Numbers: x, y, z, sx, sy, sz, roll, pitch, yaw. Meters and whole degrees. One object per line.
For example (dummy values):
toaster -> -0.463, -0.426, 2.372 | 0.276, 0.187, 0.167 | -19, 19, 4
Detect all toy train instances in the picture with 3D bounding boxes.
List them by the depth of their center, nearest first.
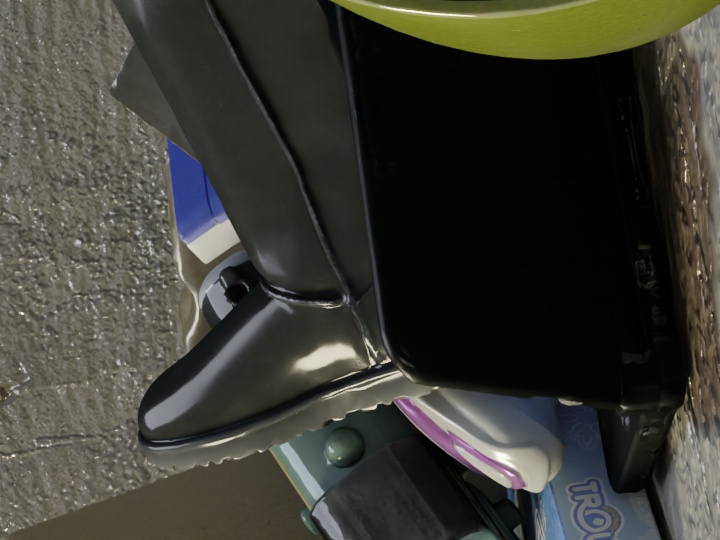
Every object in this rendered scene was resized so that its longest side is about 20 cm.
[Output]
toy train -> 0.000, 0.076, 1.175 | 0.200, 0.085, 0.114 | 56, -178, 26

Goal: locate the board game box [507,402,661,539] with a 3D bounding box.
board game box -> 0.097, 0.154, 1.185 | 0.200, 0.043, 0.200 | -101, 7, -55

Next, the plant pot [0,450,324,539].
plant pot -> -0.035, 0.216, 1.266 | 0.200, 0.199, 0.177 | 85, 161, -43

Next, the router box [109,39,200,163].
router box -> -0.010, -0.158, 1.121 | 0.157, 0.052, 0.200 | -45, -10, -47

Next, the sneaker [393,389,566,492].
sneaker -> 0.053, 0.013, 1.149 | 0.075, 0.100, 0.200 | 39, -165, -29

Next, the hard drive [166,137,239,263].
hard drive -> -0.003, -0.100, 1.256 | 0.025, 0.200, 0.132 | 46, -161, -32

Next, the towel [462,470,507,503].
towel -> 0.064, 0.170, 1.425 | 0.147, 0.024, 0.201 | -57, -40, -63

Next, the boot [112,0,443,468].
boot -> -0.052, -0.035, 1.063 | 0.200, 0.164, 0.066 | 63, -159, -18

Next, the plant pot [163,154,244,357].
plant pot -> 0.000, 0.000, 1.349 | 0.200, 0.183, 0.201 | 174, 90, -86

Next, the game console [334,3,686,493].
game console -> 0.051, -0.027, 1.059 | 0.176, 0.116, 0.201 | 94, 170, -67

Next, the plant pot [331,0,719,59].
plant pot -> 0.049, -0.129, 0.699 | 0.200, 0.186, 0.188 | 40, -138, -74
